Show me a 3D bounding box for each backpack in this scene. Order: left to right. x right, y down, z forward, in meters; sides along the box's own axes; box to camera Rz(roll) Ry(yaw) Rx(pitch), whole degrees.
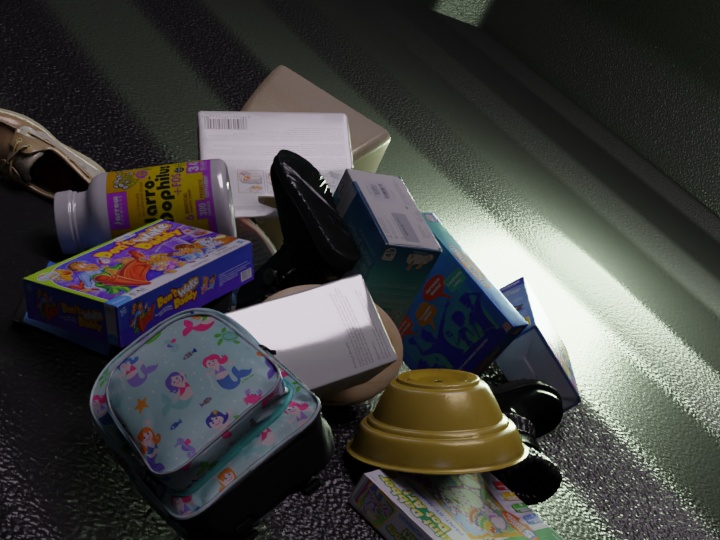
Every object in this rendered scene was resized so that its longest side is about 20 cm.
[{"bbox_3d":[-0.145,0.128,1.165,0.200,0.177,0.151,40,-19,41],"label":"backpack"}]

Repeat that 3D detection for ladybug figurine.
[{"bbox_3d":[-0.049,0.087,1.466,0.199,0.136,0.072,11,-18,-27],"label":"ladybug figurine"}]

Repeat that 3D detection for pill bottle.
[{"bbox_3d":[-0.248,-0.067,1.494,0.199,0.105,0.104,-8,27,-3],"label":"pill bottle"}]

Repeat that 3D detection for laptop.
[{"bbox_3d":[-0.245,0.015,1.387,0.104,0.199,0.177,61,8,-22],"label":"laptop"}]

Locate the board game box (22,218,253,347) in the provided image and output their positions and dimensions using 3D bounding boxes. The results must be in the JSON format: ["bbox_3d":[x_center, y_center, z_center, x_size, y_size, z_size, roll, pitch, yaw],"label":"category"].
[{"bbox_3d":[-0.225,0.009,1.328,0.134,0.045,0.200,13,27,32],"label":"board game box"}]

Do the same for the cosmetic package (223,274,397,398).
[{"bbox_3d":[-0.076,0.085,1.343,0.199,0.085,0.108,-15,76,-31],"label":"cosmetic package"}]

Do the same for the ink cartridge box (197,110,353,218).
[{"bbox_3d":[-0.109,-0.127,1.674,0.199,0.045,0.177,0,57,-10],"label":"ink cartridge box"}]

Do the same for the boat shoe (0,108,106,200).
[{"bbox_3d":[-0.404,-0.138,1.590,0.199,0.074,0.066,25,16,-12],"label":"boat shoe"}]

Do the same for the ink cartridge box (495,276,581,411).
[{"bbox_3d":[0.233,0.101,1.788,0.137,0.076,0.200,57,11,-19],"label":"ink cartridge box"}]

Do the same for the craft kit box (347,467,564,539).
[{"bbox_3d":[0.116,0.276,1.358,0.200,0.049,0.197,40,26,27],"label":"craft kit box"}]

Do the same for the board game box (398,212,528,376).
[{"bbox_3d":[0.097,0.048,1.652,0.200,0.152,0.045,50,27,23],"label":"board game box"}]

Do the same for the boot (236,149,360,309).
[{"bbox_3d":[-0.098,-0.026,1.564,0.076,0.168,0.201,15,38,-46],"label":"boot"}]

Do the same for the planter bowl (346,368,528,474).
[{"bbox_3d":[0.084,0.155,1.408,0.199,0.084,0.200,1,8,0],"label":"planter bowl"}]

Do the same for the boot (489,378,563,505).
[{"bbox_3d":[0.202,0.209,1.563,0.210,0.080,0.158,-2,29,-37],"label":"boot"}]

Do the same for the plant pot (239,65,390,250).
[{"bbox_3d":[-0.109,-0.136,1.819,0.199,0.200,0.177,33,36,11],"label":"plant pot"}]

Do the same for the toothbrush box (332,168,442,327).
[{"bbox_3d":[0.000,0.000,1.585,0.085,0.200,0.147,6,39,-30],"label":"toothbrush box"}]

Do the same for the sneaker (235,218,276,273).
[{"bbox_3d":[-0.160,-0.039,1.673,0.200,0.078,0.079,46,13,20],"label":"sneaker"}]

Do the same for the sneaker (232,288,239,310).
[{"bbox_3d":[-0.197,-0.031,1.589,0.078,0.090,0.200,6,30,-46],"label":"sneaker"}]
